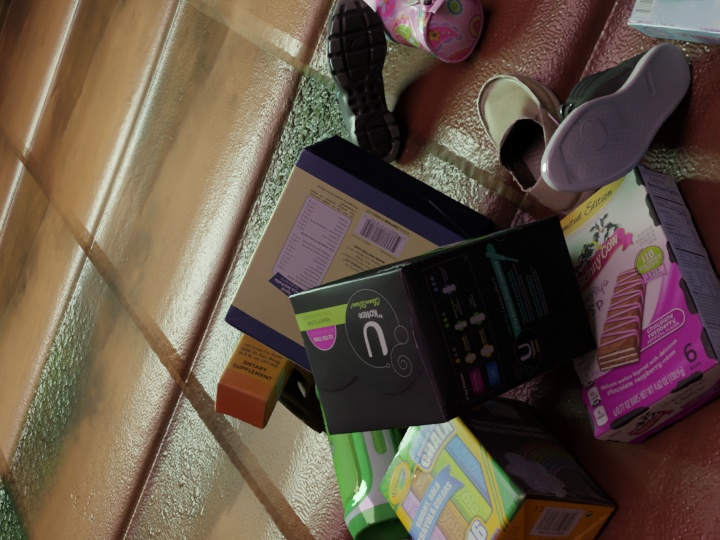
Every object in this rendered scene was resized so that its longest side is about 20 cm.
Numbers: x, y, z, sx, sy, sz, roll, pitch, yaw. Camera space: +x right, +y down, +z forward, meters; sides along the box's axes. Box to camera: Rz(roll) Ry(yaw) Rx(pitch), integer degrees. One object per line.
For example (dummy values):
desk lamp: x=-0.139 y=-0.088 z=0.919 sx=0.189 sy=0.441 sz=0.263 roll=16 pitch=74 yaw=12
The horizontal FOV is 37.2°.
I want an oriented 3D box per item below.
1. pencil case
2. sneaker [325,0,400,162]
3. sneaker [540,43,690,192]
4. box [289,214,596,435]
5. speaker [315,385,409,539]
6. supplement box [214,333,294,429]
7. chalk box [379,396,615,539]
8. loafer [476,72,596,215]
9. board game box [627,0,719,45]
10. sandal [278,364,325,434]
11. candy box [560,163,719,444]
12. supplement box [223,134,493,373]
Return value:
pencil case: x=0.060 y=-0.303 z=1.244 sx=0.200 sy=0.087 sz=0.088 roll=38 pitch=109 yaw=53
sneaker: x=-0.006 y=-0.223 z=1.272 sx=0.079 sy=0.075 sz=0.202 roll=-136 pitch=34 yaw=-67
sneaker: x=0.205 y=-0.122 z=0.950 sx=0.200 sy=0.071 sz=0.099 roll=-43 pitch=12 yaw=-29
box: x=0.071 y=0.044 z=0.895 sx=0.148 sy=0.199 sz=0.125 roll=-16 pitch=92 yaw=49
speaker: x=0.006 y=0.190 z=1.161 sx=0.088 sy=0.088 sz=0.201 roll=-44 pitch=47 yaw=36
supplement box: x=-0.104 y=0.084 z=1.269 sx=0.069 sy=0.066 sz=0.201 roll=102 pitch=-171 yaw=-48
chalk box: x=0.110 y=0.194 z=0.990 sx=0.124 sy=0.124 sz=0.200 roll=-63 pitch=37 yaw=18
loafer: x=0.166 y=-0.136 z=1.063 sx=0.076 sy=0.068 sz=0.201 roll=-56 pitch=41 yaw=26
board game box: x=0.341 y=-0.289 z=0.900 sx=0.199 sy=0.041 sz=0.202 roll=28 pitch=101 yaw=53
sandal: x=-0.089 y=0.123 z=1.334 sx=0.055 sy=0.082 sz=0.200 roll=-43 pitch=36 yaw=7
candy box: x=0.237 y=0.028 z=0.923 sx=0.136 sy=0.061 sz=0.201 roll=-43 pitch=47 yaw=38
supplement box: x=0.000 y=0.000 z=1.106 sx=0.199 sy=0.134 sz=0.201 roll=29 pitch=108 yaw=6
